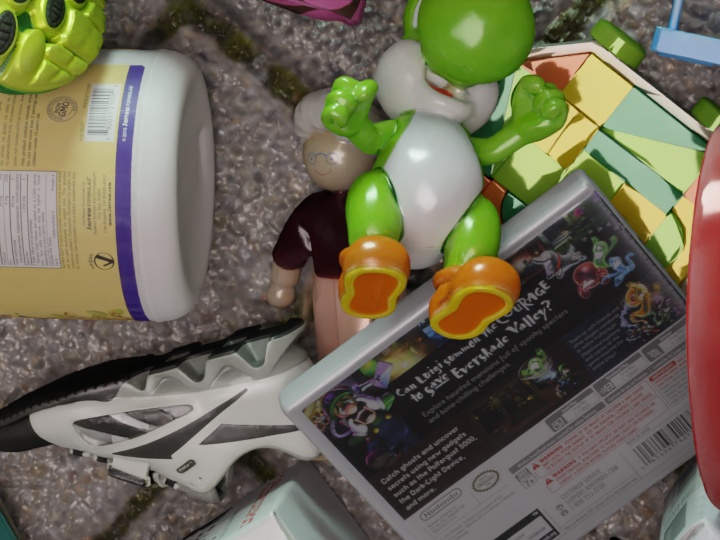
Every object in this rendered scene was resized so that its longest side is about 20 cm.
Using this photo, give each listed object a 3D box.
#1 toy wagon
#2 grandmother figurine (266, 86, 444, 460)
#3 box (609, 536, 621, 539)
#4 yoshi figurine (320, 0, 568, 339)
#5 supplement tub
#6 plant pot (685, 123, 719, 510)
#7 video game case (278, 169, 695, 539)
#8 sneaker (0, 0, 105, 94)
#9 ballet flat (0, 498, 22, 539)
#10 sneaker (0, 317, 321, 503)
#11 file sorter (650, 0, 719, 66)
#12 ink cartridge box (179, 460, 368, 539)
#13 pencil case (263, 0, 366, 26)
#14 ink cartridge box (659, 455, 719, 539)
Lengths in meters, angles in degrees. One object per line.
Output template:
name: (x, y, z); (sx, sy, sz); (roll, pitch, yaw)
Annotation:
toy wagon: (0.102, -0.059, 1.573); (0.200, 0.040, 0.155); (38, 100, 0)
grandmother figurine: (0.000, 0.000, 1.578); (0.121, 0.061, 0.200); (-5, 99, 17)
box: (0.146, 0.233, 1.526); (0.106, 0.200, 0.122); (27, 100, 2)
yoshi figurine: (0.044, -0.075, 1.481); (0.112, 0.112, 0.200); (-12, 53, 26)
supplement tub: (-0.185, -0.046, 1.554); (0.200, 0.145, 0.145); (1, 98, 7)
plant pot: (0.266, 0.024, 1.457); (0.182, 0.200, 0.201); (1, 98, 15)
video game case: (0.087, 0.067, 1.553); (0.200, 0.023, 0.182); (-37, 121, 9)
sneaker: (-0.181, -0.142, 1.525); (0.084, 0.200, 0.074); (-31, 117, 19)
ballet flat: (-0.246, 0.103, 1.624); (0.062, 0.067, 0.200); (-16, 95, 53)
sneaker: (-0.112, 0.090, 1.591); (0.200, 0.074, 0.089); (-12, 102, 23)
file sorter: (0.259, -0.149, 1.494); (0.200, 0.139, 0.123); (13, 96, 5)
ink cartridge box: (-0.093, 0.197, 1.577); (0.200, 0.144, 0.084); (-33, 93, 10)
pencil case: (-0.011, -0.233, 1.542); (0.094, 0.091, 0.200); (28, 100, 34)
ink cartridge box: (0.247, 0.180, 1.527); (0.200, 0.162, 0.050); (33, 103, 1)
